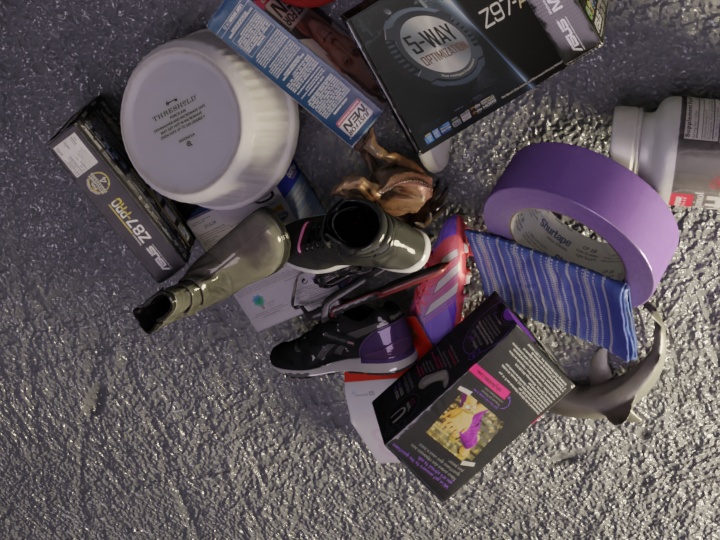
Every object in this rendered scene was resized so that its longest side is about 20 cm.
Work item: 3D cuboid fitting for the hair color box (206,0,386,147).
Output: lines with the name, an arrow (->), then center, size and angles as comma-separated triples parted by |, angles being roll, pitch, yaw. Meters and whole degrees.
hair color box -> -0.058, -0.232, 1.250 | 0.200, 0.100, 0.061 | 39, 122, -9

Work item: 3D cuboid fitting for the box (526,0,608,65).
box -> 0.165, -0.310, 1.079 | 0.047, 0.200, 0.194 | -29, 110, 27

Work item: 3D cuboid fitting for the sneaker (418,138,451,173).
sneaker -> 0.092, -0.200, 1.249 | 0.088, 0.075, 0.202 | -6, 118, 5

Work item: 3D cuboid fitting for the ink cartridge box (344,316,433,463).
ink cartridge box -> 0.045, 0.154, 1.453 | 0.162, 0.057, 0.201 | -9, 128, 40

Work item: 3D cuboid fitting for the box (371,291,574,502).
box -> 0.124, 0.141, 1.328 | 0.200, 0.122, 0.106 | -42, 107, 7

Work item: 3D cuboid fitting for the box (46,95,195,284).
box -> -0.268, -0.098, 1.354 | 0.049, 0.161, 0.201 | -34, 108, 11

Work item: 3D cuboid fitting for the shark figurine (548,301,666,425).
shark figurine -> 0.314, 0.134, 1.373 | 0.128, 0.090, 0.215 | 33, 125, -7

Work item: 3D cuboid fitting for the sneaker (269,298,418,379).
sneaker -> -0.027, 0.074, 1.405 | 0.198, 0.076, 0.088 | -6, 108, 30

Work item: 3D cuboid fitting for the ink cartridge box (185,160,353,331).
ink cartridge box -> -0.111, -0.044, 1.393 | 0.136, 0.077, 0.201 | -22, 114, 25

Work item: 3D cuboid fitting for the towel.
towel -> 0.213, 0.028, 1.300 | 0.199, 0.024, 0.145 | 21, 154, 30

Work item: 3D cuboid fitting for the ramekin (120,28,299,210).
ramekin -> -0.173, -0.164, 1.287 | 0.200, 0.094, 0.205 | 4, 101, 24

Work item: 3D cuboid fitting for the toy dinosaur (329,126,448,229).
toy dinosaur -> 0.045, -0.086, 1.284 | 0.135, 0.200, 0.086 | 30, 83, -6

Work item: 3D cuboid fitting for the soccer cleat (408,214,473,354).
soccer cleat -> 0.092, 0.023, 1.378 | 0.076, 0.067, 0.201 | 5, 128, 8

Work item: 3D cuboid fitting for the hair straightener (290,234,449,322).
hair straightener -> 0.000, 0.000, 1.336 | 0.199, 0.041, 0.077 | -22, 98, 25

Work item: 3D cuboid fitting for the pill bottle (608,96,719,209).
pill bottle -> 0.355, -0.119, 1.193 | 0.198, 0.111, 0.112 | 7, 122, 12

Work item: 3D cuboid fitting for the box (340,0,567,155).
box -> 0.103, -0.237, 1.185 | 0.199, 0.044, 0.161 | -30, 111, 1

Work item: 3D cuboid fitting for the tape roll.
tape roll -> 0.232, -0.045, 1.239 | 0.199, 0.066, 0.200 | 28, 159, 12

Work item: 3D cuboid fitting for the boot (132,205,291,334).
boot -> -0.166, 0.011, 1.291 | 0.068, 0.130, 0.200 | 55, 139, 2

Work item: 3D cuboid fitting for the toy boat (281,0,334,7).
toy boat -> -0.026, -0.337, 1.159 | 0.199, 0.131, 0.131 | -24, 111, 27

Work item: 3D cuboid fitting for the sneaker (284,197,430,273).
sneaker -> -0.031, -0.042, 1.254 | 0.198, 0.071, 0.099 | 4, 162, 32
